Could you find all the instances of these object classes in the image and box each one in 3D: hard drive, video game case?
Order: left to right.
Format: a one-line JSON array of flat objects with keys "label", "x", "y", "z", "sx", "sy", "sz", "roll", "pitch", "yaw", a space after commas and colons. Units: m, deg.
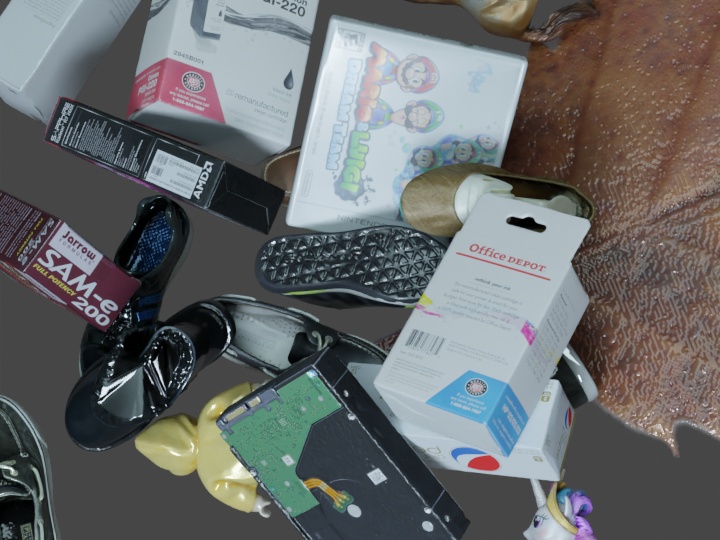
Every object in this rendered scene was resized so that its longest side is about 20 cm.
[{"label": "hard drive", "x": -0.017, "y": 0.174, "z": 1.493, "sx": 0.140, "sy": 0.038, "sz": 0.200, "roll": -34, "pitch": 100, "yaw": 37}, {"label": "video game case", "x": 0.040, "y": -0.117, "z": 1.580, "sx": 0.182, "sy": 0.024, "sz": 0.200, "roll": 12, "pitch": 111, "yaw": -6}]

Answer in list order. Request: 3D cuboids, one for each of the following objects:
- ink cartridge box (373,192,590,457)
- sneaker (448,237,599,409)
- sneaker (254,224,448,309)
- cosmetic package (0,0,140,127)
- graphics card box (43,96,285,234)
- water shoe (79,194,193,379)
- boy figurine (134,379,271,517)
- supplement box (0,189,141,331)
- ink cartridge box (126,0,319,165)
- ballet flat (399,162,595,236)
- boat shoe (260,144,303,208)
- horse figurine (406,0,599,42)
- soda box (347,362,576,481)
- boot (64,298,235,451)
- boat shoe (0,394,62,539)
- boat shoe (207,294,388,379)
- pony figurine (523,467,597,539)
[{"label": "ink cartridge box", "x": 0.112, "y": 0.042, "z": 1.456, "sx": 0.115, "sy": 0.068, "sz": 0.200, "roll": 18, "pitch": 67, "yaw": 33}, {"label": "sneaker", "x": 0.117, "y": 0.059, "z": 1.562, "sx": 0.099, "sy": 0.071, "sz": 0.200, "roll": -35, "pitch": 79, "yaw": -6}, {"label": "sneaker", "x": 0.000, "y": 0.000, "z": 1.601, "sx": 0.199, "sy": 0.083, "sz": 0.072, "roll": 6, "pitch": 75, "yaw": 17}, {"label": "cosmetic package", "x": -0.292, "y": -0.253, "z": 1.729, "sx": 0.074, "sy": 0.102, "sz": 0.200, "roll": 30, "pitch": 78, "yaw": 18}, {"label": "graphics card box", "x": -0.183, "y": -0.098, "z": 1.626, "sx": 0.200, "sy": 0.125, "sz": 0.051, "roll": 21, "pitch": 88, "yaw": 26}, {"label": "water shoe", "x": -0.222, "y": 0.022, "z": 1.637, "sx": 0.071, "sy": 0.079, "sz": 0.200, "roll": 15, "pitch": 76, "yaw": 15}, {"label": "boy figurine", "x": -0.104, "y": 0.163, "z": 1.579, "sx": 0.199, "sy": 0.064, "sz": 0.125, "roll": -5, "pitch": 93, "yaw": 12}, {"label": "supplement box", "x": -0.300, "y": -0.018, "z": 1.602, "sx": 0.200, "sy": 0.109, "sz": 0.061, "roll": 22, "pitch": 74, "yaw": 51}, {"label": "ink cartridge box", "x": -0.126, "y": -0.222, "z": 1.663, "sx": 0.145, "sy": 0.085, "sz": 0.201, "roll": 18, "pitch": 71, "yaw": -25}, {"label": "ballet flat", "x": 0.131, "y": -0.058, "z": 1.547, "sx": 0.072, "sy": 0.200, "sz": 0.068, "roll": 10, "pitch": 94, "yaw": 54}, {"label": "boat shoe", "x": 0.000, "y": -0.104, "z": 1.641, "sx": 0.199, "sy": 0.072, "sz": 0.076, "roll": -9, "pitch": 71, "yaw": 7}, {"label": "horse figurine", "x": 0.131, "y": -0.281, "z": 1.683, "sx": 0.200, "sy": 0.050, "sz": 0.133, "roll": 37, "pitch": 94, "yaw": 13}, {"label": "soda box", "x": 0.079, "y": 0.130, "z": 1.496, "sx": 0.200, "sy": 0.064, "sz": 0.068, "roll": 3, "pitch": 59, "yaw": 27}, {"label": "boot", "x": -0.207, "y": 0.103, "z": 1.527, "sx": 0.200, "sy": 0.168, "sz": 0.076, "roll": -37, "pitch": 90, "yaw": 14}, {"label": "boat shoe", "x": -0.321, "y": 0.202, "z": 1.605, "sx": 0.071, "sy": 0.064, "sz": 0.200, "roll": -23, "pitch": 69, "yaw": 2}, {"label": "boat shoe", "x": -0.057, "y": 0.072, "z": 1.601, "sx": 0.200, "sy": 0.060, "sz": 0.074, "roll": 23, "pitch": 78, "yaw": 16}, {"label": "pony figurine", "x": 0.166, "y": 0.292, "z": 1.457, "sx": 0.193, "sy": 0.166, "sz": 0.200, "roll": 40, "pitch": 98, "yaw": 27}]
